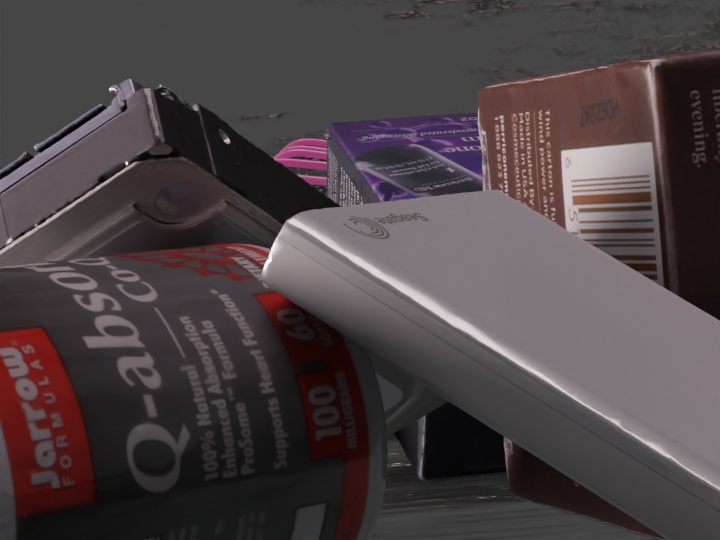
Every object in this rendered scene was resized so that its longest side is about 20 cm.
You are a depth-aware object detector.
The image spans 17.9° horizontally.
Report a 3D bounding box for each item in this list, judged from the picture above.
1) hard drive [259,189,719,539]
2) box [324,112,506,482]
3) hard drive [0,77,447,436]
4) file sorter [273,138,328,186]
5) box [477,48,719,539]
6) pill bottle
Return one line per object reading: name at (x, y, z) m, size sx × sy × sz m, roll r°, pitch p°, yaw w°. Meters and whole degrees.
hard drive at (0.085, 0.036, 0.656) m, size 0.200 × 0.027 × 0.132 m, roll 31°, pitch 20°, yaw 26°
box at (0.074, 0.004, 1.051) m, size 0.148 × 0.105 × 0.200 m, roll -5°, pitch 21°, yaw -13°
hard drive at (-0.062, 0.021, 0.782) m, size 0.140 × 0.038 × 0.200 m, roll -31°, pitch -38°, yaw 19°
file sorter at (0.000, 0.000, 1.257) m, size 0.139 × 0.126 × 0.200 m, roll 6°, pitch 8°, yaw 2°
box at (0.167, 0.002, 0.838) m, size 0.200 × 0.166 × 0.164 m, roll -5°, pitch 2°, yaw -18°
pill bottle at (-0.099, 0.056, 0.641) m, size 0.200 × 0.116 × 0.116 m, roll -7°, pitch 3°, yaw -43°
